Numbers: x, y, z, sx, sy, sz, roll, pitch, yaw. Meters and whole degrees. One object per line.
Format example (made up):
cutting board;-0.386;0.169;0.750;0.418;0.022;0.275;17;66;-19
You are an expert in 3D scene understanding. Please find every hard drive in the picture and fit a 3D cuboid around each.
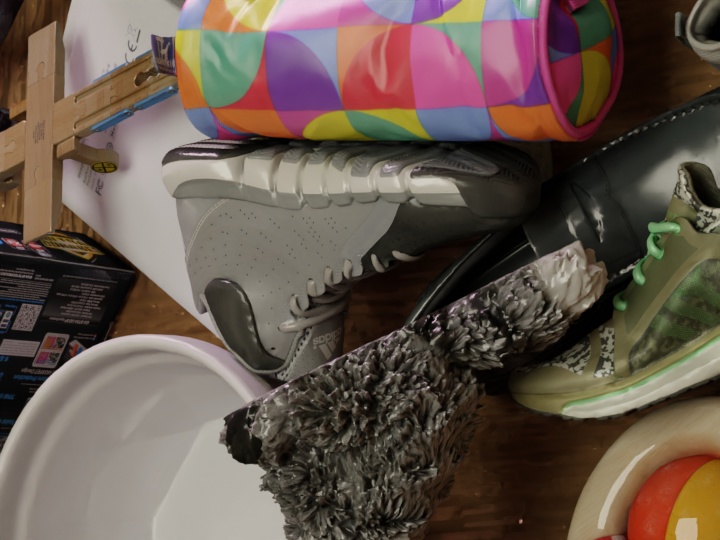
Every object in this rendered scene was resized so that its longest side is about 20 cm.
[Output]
hard drive;-0.089;-0.062;1.399;0.200;0.025;0.132;38;120;43

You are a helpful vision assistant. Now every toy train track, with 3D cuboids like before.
toy train track;-0.119;-0.077;1.390;0.200;0.033;0.115;-23;59;43

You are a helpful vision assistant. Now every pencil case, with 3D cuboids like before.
pencil case;0.011;-0.096;1.228;0.200;0.088;0.088;3;85;28

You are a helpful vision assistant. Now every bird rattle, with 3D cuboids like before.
bird rattle;0.136;0.133;1.194;0.200;0.113;0.163;13;80;52

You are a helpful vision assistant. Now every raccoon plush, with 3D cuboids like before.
raccoon plush;0.032;0.091;1.177;0.200;0.097;0.134;-28;86;28

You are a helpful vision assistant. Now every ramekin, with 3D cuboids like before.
ramekin;-0.073;0.133;1.335;0.200;0.105;0.200;-6;80;38

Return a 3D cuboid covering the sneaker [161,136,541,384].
sneaker;0.000;0.000;1.262;0.200;0.075;0.116;5;104;40

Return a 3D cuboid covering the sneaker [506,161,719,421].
sneaker;0.143;0.000;1.188;0.200;0.077;0.089;-24;87;26

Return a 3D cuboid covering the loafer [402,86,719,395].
loafer;0.099;-0.011;1.237;0.201;0.070;0.068;-39;61;28

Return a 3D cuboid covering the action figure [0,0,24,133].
action figure;-0.216;-0.126;1.505;0.130;0.069;0.200;34;116;18

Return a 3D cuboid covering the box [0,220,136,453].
box;-0.219;0.050;1.405;0.046;0.200;0.159;35;106;34

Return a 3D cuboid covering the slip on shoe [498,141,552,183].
slip on shoe;0.018;-0.092;1.328;0.074;0.061;0.200;-34;65;-21

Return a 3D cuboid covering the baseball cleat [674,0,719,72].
baseball cleat;0.221;-0.113;1.126;0.200;0.106;0.070;-22;68;30
